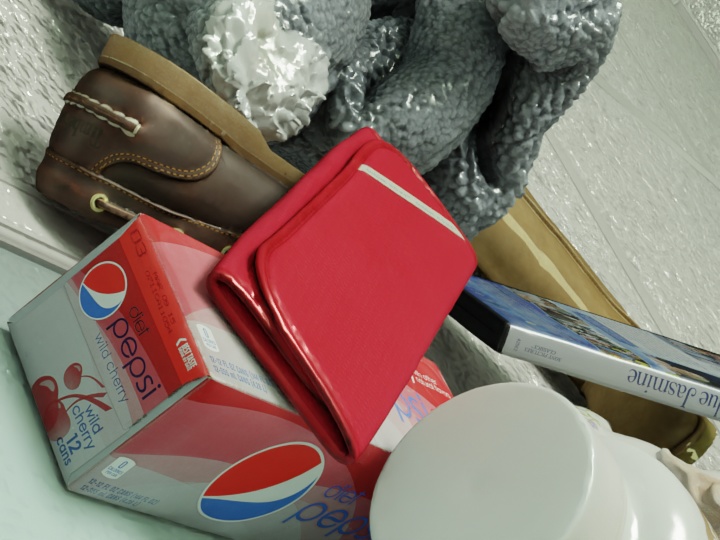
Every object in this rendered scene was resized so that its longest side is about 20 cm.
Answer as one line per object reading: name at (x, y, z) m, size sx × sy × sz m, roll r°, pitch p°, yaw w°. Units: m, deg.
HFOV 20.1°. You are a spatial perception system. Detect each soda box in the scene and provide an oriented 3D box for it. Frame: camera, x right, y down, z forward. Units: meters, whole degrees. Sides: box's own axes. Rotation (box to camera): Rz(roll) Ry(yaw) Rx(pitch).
soda box at (-0.029, 0.052, 0.708) m, size 0.200 × 0.063 × 0.070 m, roll 28°, pitch 30°, yaw -55°

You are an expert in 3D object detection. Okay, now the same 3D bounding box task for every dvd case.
dvd case at (0.134, 0.043, 1.025) m, size 0.198 × 0.018 × 0.143 m, roll 17°, pitch 7°, yaw -19°

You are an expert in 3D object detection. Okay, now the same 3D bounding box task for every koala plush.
koala plush at (-0.025, -0.097, 0.889) m, size 0.199 × 0.185 × 0.177 m, roll 10°, pitch 21°, yaw -45°

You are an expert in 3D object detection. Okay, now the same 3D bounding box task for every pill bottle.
pill bottle at (0.084, 0.129, 0.722) m, size 0.200 × 0.110 × 0.111 m, roll 52°, pitch 13°, yaw -41°

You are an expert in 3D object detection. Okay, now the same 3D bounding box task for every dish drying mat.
dish drying mat at (0.000, 0.000, 0.724) m, size 0.077 × 0.018 × 0.200 m, roll 54°, pitch 21°, yaw -6°

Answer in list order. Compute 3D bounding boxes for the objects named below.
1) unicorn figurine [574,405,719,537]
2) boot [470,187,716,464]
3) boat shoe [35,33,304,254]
unicorn figurine at (0.142, 0.099, 0.941) m, size 0.137 × 0.198 × 0.075 m, roll 59°, pitch 40°, yaw -76°
boot at (0.111, 0.025, 1.155) m, size 0.200 × 0.066 × 0.175 m, roll 51°, pitch 8°, yaw -6°
boat shoe at (-0.046, -0.014, 0.797) m, size 0.200 × 0.071 × 0.070 m, roll 34°, pitch -10°, yaw -39°
